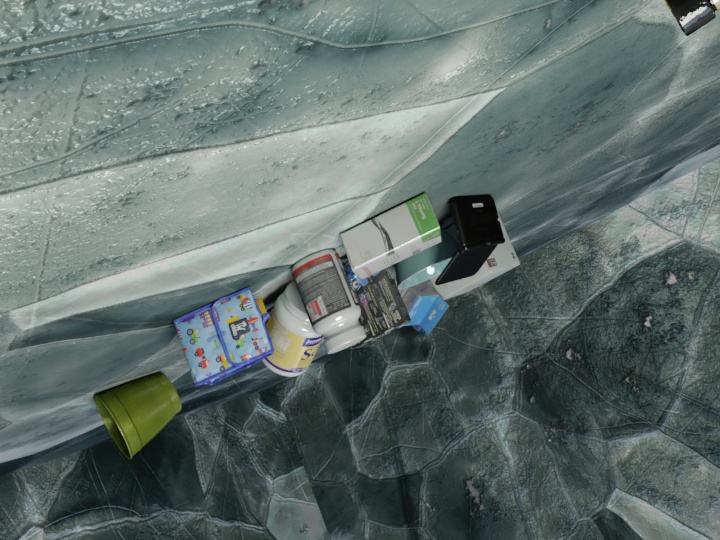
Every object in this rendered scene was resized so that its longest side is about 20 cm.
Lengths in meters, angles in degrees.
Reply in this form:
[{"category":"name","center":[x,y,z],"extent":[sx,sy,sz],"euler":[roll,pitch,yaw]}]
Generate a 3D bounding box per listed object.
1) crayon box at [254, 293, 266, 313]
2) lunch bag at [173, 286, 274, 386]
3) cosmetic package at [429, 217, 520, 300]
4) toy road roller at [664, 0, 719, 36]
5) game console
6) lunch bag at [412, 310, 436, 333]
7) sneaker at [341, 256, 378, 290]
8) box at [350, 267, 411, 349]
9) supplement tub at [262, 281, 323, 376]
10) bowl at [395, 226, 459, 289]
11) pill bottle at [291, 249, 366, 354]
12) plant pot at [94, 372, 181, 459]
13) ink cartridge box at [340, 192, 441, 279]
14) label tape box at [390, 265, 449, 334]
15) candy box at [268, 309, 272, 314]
[{"category":"crayon box","center":[-0.291,0.123,1.553],"extent":[0.123,0.053,0.200],"euler":[-22,169,-12]},{"category":"lunch bag","center":[-0.284,0.142,1.384],"extent":[0.196,0.153,0.094],"euler":[-25,169,7]},{"category":"cosmetic package","center":[0.298,-0.041,1.752],"extent":[0.163,0.168,0.199],"euler":[-13,165,-46]},{"category":"toy road roller","center":[0.318,-0.336,0.590],"extent":[0.122,0.146,0.202],"euler":[-30,-155,33]},{"category":"game console","center":[0.248,-0.075,1.505],"extent":[0.115,0.180,0.198],"euler":[-17,176,39]},{"category":"lunch bag","center":[0.170,0.093,2.020],"extent":[0.081,0.203,0.161],"euler":[-28,172,-10]},{"category":"sneaker","center":[0.000,0.000,1.471],"extent":[0.197,0.083,0.074],"euler":[-30,134,17]},{"category":"box","center":[0.014,0.066,1.544],"extent":[0.158,0.204,0.043],"euler":[-28,169,19]},{"category":"supplement tub","center":[-0.157,0.140,1.541],"extent":[0.144,0.146,0.202],"euler":[-13,140,-45]},{"category":"bowl","center":[0.163,-0.044,1.606],"extent":[0.197,0.107,0.201],"euler":[-23,170,-4]},{"category":"pill bottle","center":[-0.066,0.068,1.376],"extent":[0.114,0.204,0.116],"euler":[-22,169,-4]},{"category":"plant pot","center":[-0.628,0.398,1.822],"extent":[0.191,0.203,0.200],"euler":[-31,175,-34]},{"category":"ink cartridge box","center":[0.066,-0.068,1.332],"extent":[0.196,0.086,0.146],"euler":[-25,169,4]},{"category":"label tape box","center":[0.135,0.078,1.767],"extent":[0.063,0.201,0.145],"euler":[-26,155,-38]},{"category":"candy box","center":[-0.135,0.098,1.716],"extent":[0.166,0.073,0.199],"euler":[-12,163,-49]}]
